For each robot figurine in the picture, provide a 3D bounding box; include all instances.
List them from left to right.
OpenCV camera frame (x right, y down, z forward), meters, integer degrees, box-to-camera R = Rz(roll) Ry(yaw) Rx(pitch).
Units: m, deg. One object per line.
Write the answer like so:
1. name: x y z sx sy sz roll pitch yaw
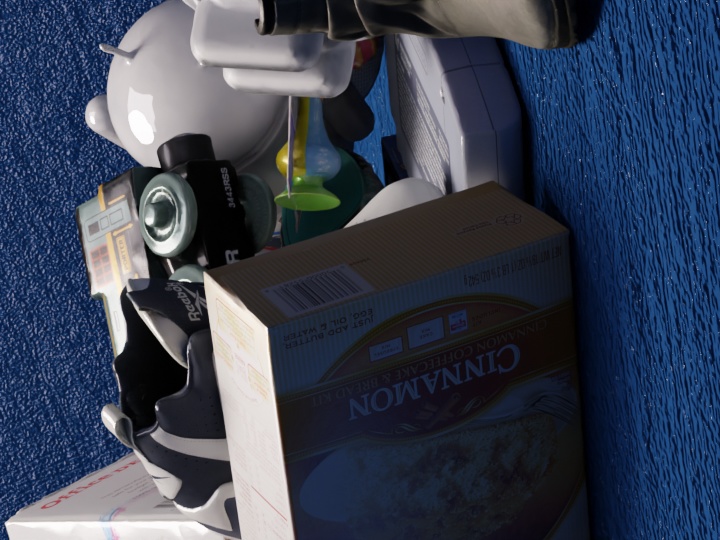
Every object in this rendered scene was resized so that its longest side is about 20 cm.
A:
1. robot figurine: -0.076 -0.093 1.457 0.200 0.169 0.113 38 -132 -59
2. robot figurine: -0.029 -0.189 1.207 0.170 0.112 0.201 41 -123 -68

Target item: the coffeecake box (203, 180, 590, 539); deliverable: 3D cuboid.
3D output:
1. coffeecake box: 0.021 0.080 1.140 0.073 0.153 0.201 38 141 55

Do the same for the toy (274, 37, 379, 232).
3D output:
1. toy: -0.014 -0.129 1.332 0.115 0.047 0.201 83 -167 -77

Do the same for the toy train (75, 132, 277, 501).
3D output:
1. toy train: -0.093 0.029 1.354 0.114 0.085 0.201 -24 75 44

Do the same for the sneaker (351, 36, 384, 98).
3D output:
1. sneaker: -0.016 -0.163 1.485 0.200 0.077 0.086 87 167 -47

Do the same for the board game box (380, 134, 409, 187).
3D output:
1. board game box: 0.048 0.038 1.401 0.136 0.034 0.201 -112 14 -62

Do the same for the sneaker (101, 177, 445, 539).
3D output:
1. sneaker: -0.047 0.020 1.166 0.130 0.199 0.079 38 -176 -41

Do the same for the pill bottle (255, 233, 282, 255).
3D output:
1. pill bottle: -0.034 0.034 1.492 0.200 0.119 0.120 -21 -78 -69

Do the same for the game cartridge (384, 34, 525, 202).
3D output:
1. game cartridge: 0.047 -0.078 1.251 0.200 0.041 0.134 -110 16 -55

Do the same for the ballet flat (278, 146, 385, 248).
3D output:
1. ballet flat: 0.000 0.000 1.356 0.200 0.071 0.072 -109 11 -62

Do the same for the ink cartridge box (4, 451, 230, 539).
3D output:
1. ink cartridge box: -0.086 0.156 1.444 0.200 0.147 0.086 -7 102 46

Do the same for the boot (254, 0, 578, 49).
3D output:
1. boot: 0.016 -0.118 1.044 0.200 0.130 0.068 -149 49 -81
